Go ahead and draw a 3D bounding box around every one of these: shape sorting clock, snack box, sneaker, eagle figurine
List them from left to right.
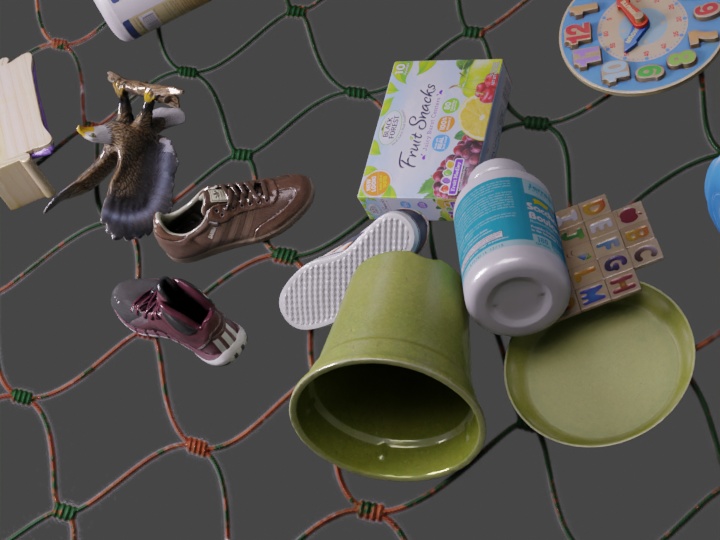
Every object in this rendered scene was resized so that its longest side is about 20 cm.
[{"bbox_3d":[-0.304,-0.145,1.936,0.152,0.150,0.201,-153,77,-74],"label":"eagle figurine"},{"bbox_3d":[-0.226,0.032,1.772,0.200,0.116,0.076,20,67,31],"label":"sneaker"},{"bbox_3d":[-0.153,-0.071,1.836,0.200,0.076,0.071,-25,52,6],"label":"sneaker"},{"bbox_3d":[0.000,0.000,1.734,0.200,0.079,0.079,-34,84,26],"label":"sneaker"},{"bbox_3d":[0.089,-0.155,1.808,0.142,0.053,0.200,1,59,24],"label":"snack box"},{"bbox_3d":[0.332,-0.287,1.805,0.199,0.039,0.200,-12,55,17],"label":"shape sorting clock"}]

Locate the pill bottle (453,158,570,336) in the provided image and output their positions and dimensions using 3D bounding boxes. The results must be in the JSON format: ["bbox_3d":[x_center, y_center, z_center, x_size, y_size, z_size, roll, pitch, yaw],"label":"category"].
[{"bbox_3d":[0.157,-0.033,1.632,0.110,0.111,0.200,-17,40,11],"label":"pill bottle"}]

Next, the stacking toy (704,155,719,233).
[{"bbox_3d":[0.469,-0.087,1.592,0.199,0.116,0.110,-20,55,-6],"label":"stacking toy"}]

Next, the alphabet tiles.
[{"bbox_3d":[0.222,-0.010,1.661,0.199,0.006,0.167,-21,38,10],"label":"alphabet tiles"}]

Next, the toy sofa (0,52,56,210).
[{"bbox_3d":[-0.450,-0.187,2.029,0.097,0.083,0.200,-23,53,1],"label":"toy sofa"}]

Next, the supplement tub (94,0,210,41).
[{"bbox_3d":[-0.264,-0.412,2.063,0.200,0.144,0.145,-26,52,4],"label":"supplement tub"}]

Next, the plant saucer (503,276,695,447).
[{"bbox_3d":[0.249,0.099,1.591,0.199,0.031,0.200,-11,55,16],"label":"plant saucer"}]

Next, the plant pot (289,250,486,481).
[{"bbox_3d":[0.040,0.087,1.599,0.200,0.201,0.185,-5,45,19],"label":"plant pot"}]
